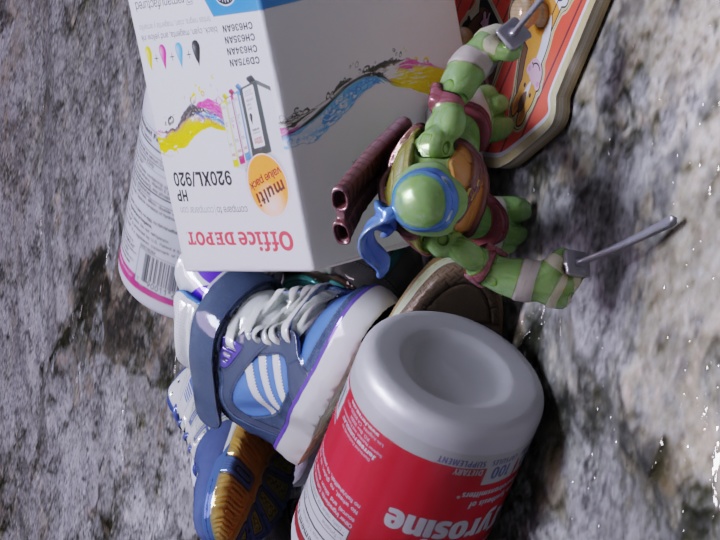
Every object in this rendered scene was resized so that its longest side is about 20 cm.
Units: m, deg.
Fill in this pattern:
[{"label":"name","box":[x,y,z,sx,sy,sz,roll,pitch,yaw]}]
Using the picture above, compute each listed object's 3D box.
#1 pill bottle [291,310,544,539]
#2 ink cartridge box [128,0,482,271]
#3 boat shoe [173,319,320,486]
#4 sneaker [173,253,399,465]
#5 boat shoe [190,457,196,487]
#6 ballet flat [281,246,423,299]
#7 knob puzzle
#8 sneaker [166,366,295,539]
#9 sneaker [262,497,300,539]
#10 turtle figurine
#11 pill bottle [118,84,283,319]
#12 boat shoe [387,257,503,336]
[{"label":"pill bottle","box":[0.025,0.131,1.497,0.112,0.112,0.200,-107,30,-49]},{"label":"ink cartridge box","box":[-0.032,-0.110,1.543,0.147,0.144,0.201,1,105,54]},{"label":"boat shoe","box":[-0.072,0.069,1.854,0.071,0.070,0.200,-49,60,29]},{"label":"sneaker","box":[-0.062,0.032,1.616,0.081,0.146,0.200,-44,-9,-30]},{"label":"boat shoe","box":[-0.091,0.140,1.905,0.200,0.072,0.062,-100,10,-62]},{"label":"ballet flat","box":[0.000,0.000,1.703,0.064,0.067,0.200,-55,11,-8]},{"label":"knob puzzle","box":[0.081,-0.150,1.539,0.220,0.030,0.221,-176,90,-67]},{"label":"sneaker","box":[-0.092,0.108,1.749,0.075,0.088,0.200,59,-147,-42]},{"label":"sneaker","box":[-0.050,0.197,1.766,0.200,0.076,0.088,15,88,63]},{"label":"turtle figurine","box":[0.090,-0.057,1.409,0.200,0.144,0.194,-43,2,6]},{"label":"pill bottle","box":[-0.094,-0.075,1.702,0.113,0.113,0.201,-113,30,-54]},{"label":"boat shoe","box":[0.035,0.062,1.566,0.076,0.071,0.200,-92,18,-56]}]
